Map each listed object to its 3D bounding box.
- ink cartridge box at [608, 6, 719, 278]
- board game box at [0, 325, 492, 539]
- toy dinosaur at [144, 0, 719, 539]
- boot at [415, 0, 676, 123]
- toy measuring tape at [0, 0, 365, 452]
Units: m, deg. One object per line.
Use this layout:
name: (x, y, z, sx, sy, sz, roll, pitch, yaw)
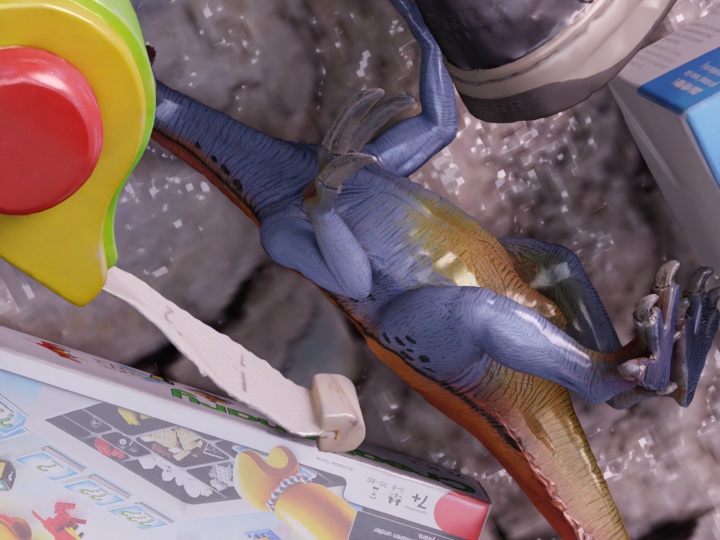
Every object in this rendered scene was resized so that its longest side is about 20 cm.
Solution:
ink cartridge box: (0.175, -0.069, 0.794, 0.199, 0.116, 0.068, -29, 101, 0)
board game box: (-0.076, 0.091, 0.833, 0.199, 0.035, 0.127, 18, 97, -9)
toy dinosaur: (0.000, 0.000, 0.796, 0.180, 0.105, 0.202, 12, 105, 19)
boot: (0.044, -0.156, 0.739, 0.151, 0.073, 0.201, 47, 62, -30)
toy measuring tape: (-0.058, -0.027, 0.743, 0.200, 0.074, 0.074, 35, 94, -26)
